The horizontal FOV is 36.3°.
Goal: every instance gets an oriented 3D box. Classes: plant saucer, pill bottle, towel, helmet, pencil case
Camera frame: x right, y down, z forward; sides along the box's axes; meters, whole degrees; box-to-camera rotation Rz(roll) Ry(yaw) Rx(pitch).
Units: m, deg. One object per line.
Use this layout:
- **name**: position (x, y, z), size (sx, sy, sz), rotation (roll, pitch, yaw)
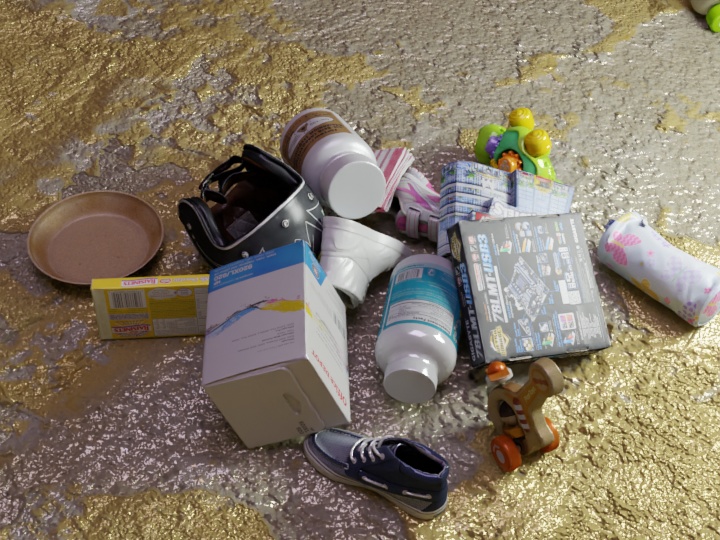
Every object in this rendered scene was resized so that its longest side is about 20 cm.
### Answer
- **plant saucer**: position (-0.392, -0.041, 1.637), size (0.199, 0.036, 0.201), rotation (1, 46, -1)
- **pill bottle**: position (-0.039, -0.156, 1.624), size (0.114, 0.115, 0.200), rotation (-14, 31, -16)
- **towel**: position (-0.026, -0.130, 1.708), size (0.199, 0.030, 0.147), rotation (-4, 39, 29)
- **helmet**: position (-0.143, -0.061, 1.555), size (0.191, 0.200, 0.200), rotation (41, 56, 17)
- **pencil case**: position (0.443, -0.003, 1.606), size (0.091, 0.083, 0.200), rotation (-44, 60, -10)
- **pill bottle**: position (0.081, 0.081, 1.489), size (0.110, 0.111, 0.200), rotation (9, 46, 6)

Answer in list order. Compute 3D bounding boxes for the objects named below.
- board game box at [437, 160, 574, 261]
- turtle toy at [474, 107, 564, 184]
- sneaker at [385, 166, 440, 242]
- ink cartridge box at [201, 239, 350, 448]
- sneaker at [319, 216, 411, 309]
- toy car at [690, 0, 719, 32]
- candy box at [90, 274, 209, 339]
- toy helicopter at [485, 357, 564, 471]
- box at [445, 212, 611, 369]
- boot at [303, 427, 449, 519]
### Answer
- **board game box**: position (0.213, -0.047, 1.589), size (0.199, 0.062, 0.201), rotation (14, 63, -21)
- **turtle toy**: position (0.247, -0.175, 1.741), size (0.101, 0.146, 0.200), rotation (-26, 36, 3)
- **sneaker**: position (0.102, -0.078, 1.674), size (0.088, 0.082, 0.200), rotation (-32, 47, -28)
- **ink cartridge box**: position (-0.106, 0.096, 1.413), size (0.144, 0.147, 0.200), rotation (-17, 44, 13)
- **sneaker**: position (0.000, 0.000, 1.570), size (0.073, 0.200, 0.116), rotation (6, 82, 35)
- **toy car**: position (0.757, -0.565, 2.138), size (0.199, 0.158, 0.165), rotation (-2, 57, -21)
- **candy box**: position (-0.263, 0.049, 1.509), size (0.199, 0.102, 0.026), rotation (-2, 46, -5)
- **toy helicopter**: position (0.202, 0.154, 1.360), size (0.079, 0.200, 0.133), rotation (-21, 67, -21)
- **box**: position (0.230, 0.025, 1.507), size (0.198, 0.050, 0.201), rotation (-6, 77, -21)
- **boot**: position (0.020, 0.227, 1.356), size (0.199, 0.091, 0.073), rotation (21, 48, 17)
